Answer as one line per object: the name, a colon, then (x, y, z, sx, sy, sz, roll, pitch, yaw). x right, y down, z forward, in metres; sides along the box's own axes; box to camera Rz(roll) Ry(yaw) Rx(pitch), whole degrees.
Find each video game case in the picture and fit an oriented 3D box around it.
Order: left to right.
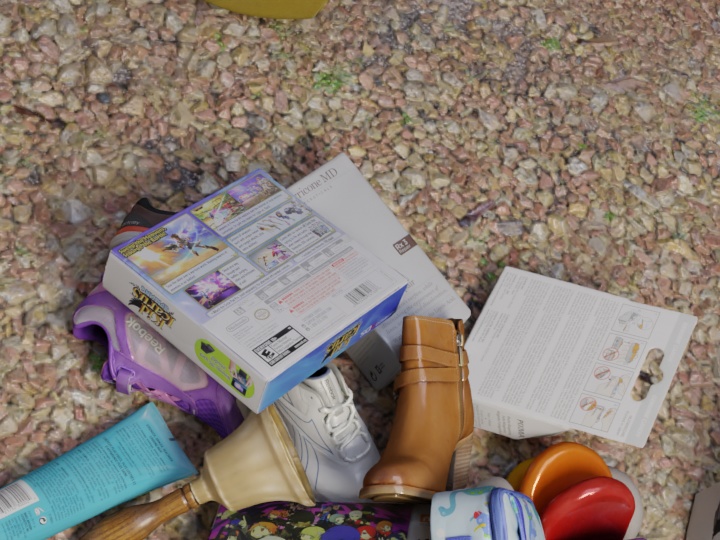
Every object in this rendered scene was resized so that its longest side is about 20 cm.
video game case: (-0.087, 0.011, 1.350, 0.181, 0.046, 0.200, 38, 42, 18)
video game case: (-0.035, 0.253, 1.273, 0.198, 0.036, 0.182, 0, 29, 9)

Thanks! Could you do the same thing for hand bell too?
hand bell: (-0.148, 0.189, 1.310, 0.198, 0.104, 0.105, -25, 74, 0)

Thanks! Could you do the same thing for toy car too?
toy car: (0.195, 0.249, 1.393, 0.173, 0.150, 0.202, -4, 67, -24)

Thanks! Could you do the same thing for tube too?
tube: (-0.235, 0.179, 1.321, 0.199, 0.050, 0.078, -25, 74, -34)

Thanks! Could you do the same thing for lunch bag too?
lunch bag: (0.108, 0.278, 1.265, 0.082, 0.161, 0.202, -9, 70, 17)

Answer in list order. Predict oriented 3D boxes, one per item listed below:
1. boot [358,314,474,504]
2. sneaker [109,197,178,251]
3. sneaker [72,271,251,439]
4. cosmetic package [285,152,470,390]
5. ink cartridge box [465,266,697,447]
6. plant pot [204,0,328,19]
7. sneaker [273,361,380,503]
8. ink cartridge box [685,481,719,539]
boot: (0.053, 0.117, 1.355, 0.200, 0.076, 0.157, -1, 92, -63)
sneaker: (-0.125, -0.017, 1.444, 0.198, 0.077, 0.082, 22, 51, -12)
sneaker: (-0.177, 0.084, 1.376, 0.088, 0.081, 0.200, -39, 79, -25)
cosmetic package: (0.000, 0.000, 1.485, 0.101, 0.074, 0.201, -35, 83, -32)
ink cartridge box: (0.195, 0.090, 1.478, 0.198, 0.057, 0.163, 17, 55, 20)
plant pot: (-0.086, -0.368, 1.570, 0.199, 0.194, 0.197, 31, 58, -12)
sneaker: (-0.033, 0.134, 1.397, 0.074, 0.087, 0.201, -32, 81, -33)
ink cartridge box: (0.411, 0.243, 1.453, 0.147, 0.200, 0.086, 26, 59, -7)
